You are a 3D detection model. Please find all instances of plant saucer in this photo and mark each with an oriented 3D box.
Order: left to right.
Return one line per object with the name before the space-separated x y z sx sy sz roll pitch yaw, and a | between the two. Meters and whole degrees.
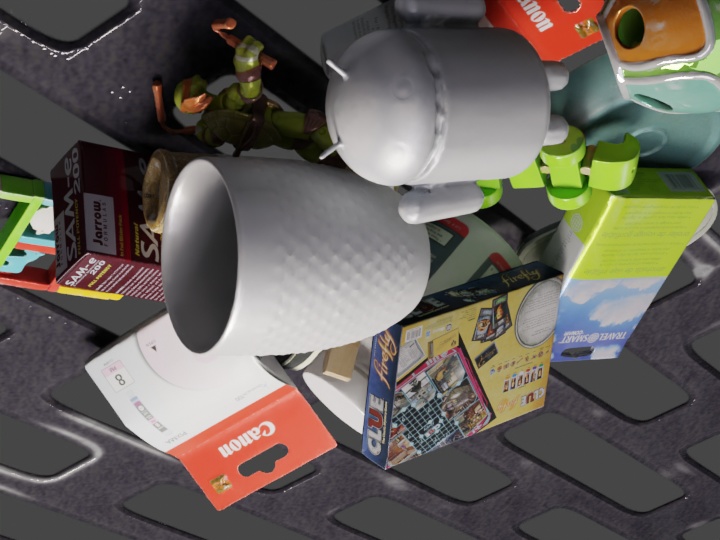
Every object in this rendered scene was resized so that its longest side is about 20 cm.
plant saucer | 0.245 -0.124 1.486 0.199 0.036 0.200 -10 148 -6

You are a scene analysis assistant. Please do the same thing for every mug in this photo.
mug | -0.055 0.000 1.306 0.175 0.148 0.200 0 156 -29

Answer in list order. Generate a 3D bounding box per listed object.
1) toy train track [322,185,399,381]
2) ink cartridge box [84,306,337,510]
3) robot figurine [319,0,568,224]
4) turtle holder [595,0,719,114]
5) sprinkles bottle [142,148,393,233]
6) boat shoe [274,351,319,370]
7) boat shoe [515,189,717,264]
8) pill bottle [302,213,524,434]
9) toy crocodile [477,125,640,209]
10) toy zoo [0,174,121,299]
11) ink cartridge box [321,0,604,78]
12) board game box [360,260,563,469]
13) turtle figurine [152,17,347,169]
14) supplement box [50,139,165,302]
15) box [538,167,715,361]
toy train track | 0.000 0.000 1.451 0.114 0.200 0.033 19 159 -12
ink cartridge box | -0.143 0.127 1.613 0.162 0.200 0.057 -31 -175 26
robot figurine | 0.058 -0.120 1.240 0.200 0.170 0.113 -5 -175 -31
turtle holder | 0.255 -0.189 1.314 0.131 0.141 0.186 -20 -168 11
sprinkles bottle | -0.074 -0.059 1.377 0.199 0.068 0.068 3 145 -25
boat shoe | -0.052 0.017 1.562 0.067 0.072 0.200 -1 139 -28
boat shoe | 0.239 -0.038 1.613 0.200 0.073 0.062 -21 -169 0
pill bottle | 0.045 0.047 1.515 0.200 0.119 0.120 -48 151 -15
toy crocodile | 0.137 -0.095 1.443 0.199 0.062 0.068 2 139 19
toy zoo | -0.249 -0.025 1.476 0.200 0.021 0.131 10 141 -31
ink cartridge box | 0.092 -0.172 1.333 0.200 0.057 0.163 -21 147 21
board game box | 0.089 0.079 1.458 0.200 0.035 0.136 -16 121 -40
turtle figurine | -0.074 -0.119 1.290 0.161 0.065 0.200 16 155 -14
supplement box | -0.154 -0.032 1.412 0.200 0.109 0.061 10 149 -33
box | 0.223 -0.004 1.536 0.122 0.048 0.200 -1 133 -32
